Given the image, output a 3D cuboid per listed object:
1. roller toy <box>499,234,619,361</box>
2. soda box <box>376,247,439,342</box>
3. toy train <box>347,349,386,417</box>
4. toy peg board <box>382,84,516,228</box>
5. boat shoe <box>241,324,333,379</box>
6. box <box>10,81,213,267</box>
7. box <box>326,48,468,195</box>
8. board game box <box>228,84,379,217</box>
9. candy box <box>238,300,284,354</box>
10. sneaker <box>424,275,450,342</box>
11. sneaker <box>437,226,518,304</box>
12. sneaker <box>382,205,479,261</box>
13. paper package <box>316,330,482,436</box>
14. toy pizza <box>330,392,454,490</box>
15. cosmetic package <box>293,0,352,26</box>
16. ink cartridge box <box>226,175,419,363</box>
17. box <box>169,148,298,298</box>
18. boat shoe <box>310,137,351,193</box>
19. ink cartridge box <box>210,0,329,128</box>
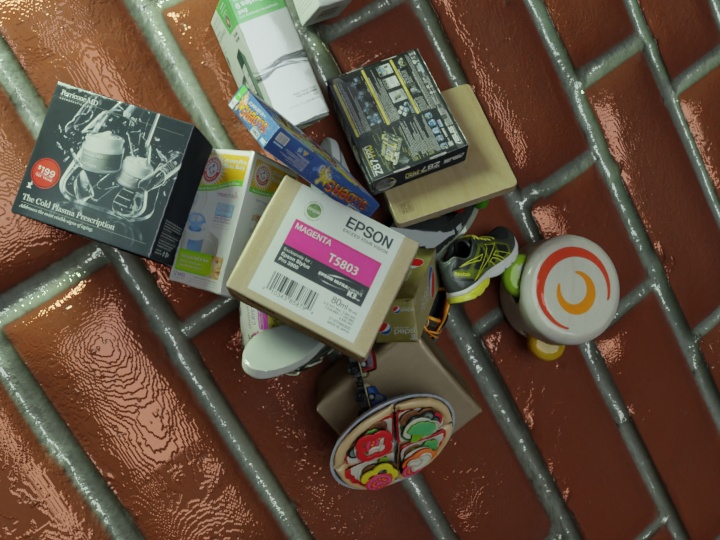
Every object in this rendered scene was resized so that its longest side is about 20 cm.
[{"bbox_3d":[0.343,0.038,1.196,0.181,0.140,0.202,-31,92,-11],"label":"roller toy"},{"bbox_3d":[0.071,0.032,1.021,0.063,0.200,0.069,-3,111,16],"label":"soda box"},{"bbox_3d":[0.002,0.131,0.998,0.045,0.034,0.203,-15,75,5],"label":"toy train"},{"bbox_3d":[0.118,-0.168,1.111,0.196,0.098,0.202,-18,67,-5],"label":"toy peg board"},{"bbox_3d":[-0.083,0.108,0.916,0.199,0.070,0.064,-25,139,-51],"label":"boat shoe"},{"bbox_3d":[-0.329,-0.126,0.925,0.197,0.104,0.185,17,84,3],"label":"box"},{"bbox_3d":[0.055,-0.234,1.063,0.159,0.049,0.202,-21,68,-8],"label":"box"},{"bbox_3d":[-0.073,-0.152,0.904,0.035,0.136,0.199,-48,134,10],"label":"board game box"},{"bbox_3d":[-0.089,0.054,1.012,0.199,0.060,0.139,-25,118,-50],"label":"candy box"},{"bbox_3d":[0.101,0.100,1.141,0.077,0.077,0.203,17,87,-22],"label":"sneaker"},{"bbox_3d":[0.194,-0.028,1.116,0.200,0.074,0.085,-45,117,-41],"label":"sneaker"},{"bbox_3d":[0.112,-0.082,1.141,0.106,0.075,0.201,42,79,-16],"label":"sneaker"},{"bbox_3d":[0.056,0.197,1.079,0.199,0.104,0.191,-39,104,7],"label":"paper package"},{"bbox_3d":[0.052,0.256,0.986,0.197,0.032,0.202,-15,132,-17],"label":"toy pizza"},{"bbox_3d":[-0.081,-0.494,1.045,0.071,0.101,0.203,-23,100,-19],"label":"cosmetic package"},{"bbox_3d":[-0.047,0.000,0.876,0.198,0.075,0.166,26,78,1],"label":"ink cartridge box"},{"bbox_3d":[-0.182,-0.065,0.994,0.101,0.111,0.203,19,84,-55],"label":"box"},{"bbox_3d":[-0.033,-0.113,1.066,0.065,0.073,0.203,12,62,-32],"label":"boat shoe"},{"bbox_3d":[-0.135,-0.300,1.004,0.083,0.146,0.202,-25,100,-16],"label":"ink cartridge box"}]
